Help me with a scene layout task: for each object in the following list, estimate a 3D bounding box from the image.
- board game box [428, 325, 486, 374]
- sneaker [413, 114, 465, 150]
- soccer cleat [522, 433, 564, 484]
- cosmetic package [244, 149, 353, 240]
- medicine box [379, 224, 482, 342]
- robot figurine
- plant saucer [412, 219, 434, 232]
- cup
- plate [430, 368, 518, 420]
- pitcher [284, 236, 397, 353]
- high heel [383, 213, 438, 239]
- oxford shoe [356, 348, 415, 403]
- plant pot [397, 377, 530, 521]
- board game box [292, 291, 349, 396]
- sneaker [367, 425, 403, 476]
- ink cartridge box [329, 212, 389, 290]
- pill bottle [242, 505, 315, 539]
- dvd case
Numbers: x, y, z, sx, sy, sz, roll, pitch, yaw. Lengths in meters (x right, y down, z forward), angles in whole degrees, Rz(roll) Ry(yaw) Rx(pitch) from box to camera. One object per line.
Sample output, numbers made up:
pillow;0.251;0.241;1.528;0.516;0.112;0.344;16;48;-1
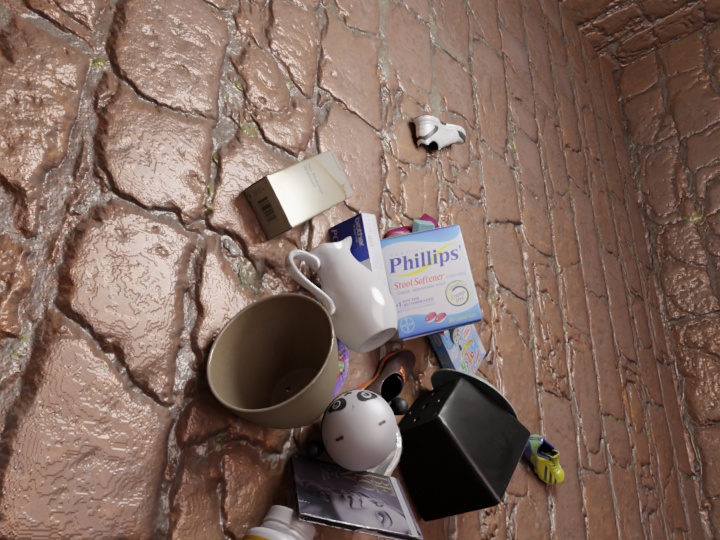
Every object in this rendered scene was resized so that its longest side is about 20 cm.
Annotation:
board game box;0.219;0.154;1.354;0.151;0.036;0.202;-45;115;-48
sneaker;0.209;-0.352;1.548;0.198;0.073;0.082;1;88;-44
soccer cleat;0.479;0.487;1.487;0.200;0.083;0.065;47;44;-25
cosmetic package;-0.110;-0.145;1.085;0.199;0.072;0.105;-37;103;-48
medicine box;0.130;0.029;1.196;0.179;0.103;0.204;-12;82;-11
robot figurine;-0.006;0.255;0.949;0.123;0.200;0.152;26;77;3
plant saucer;0.134;-0.008;1.291;0.069;0.019;0.204;1;95;-48
cup;-0.113;0.159;0.888;0.144;0.197;0.203;66;33;-44
plate;0.238;0.263;1.215;0.201;0.199;0.026;50;58;-22
pitcher;-0.035;0.042;1.018;0.170;0.122;0.202;-7;58;-45
high heel;0.110;-0.094;1.341;0.198;0.068;0.097;4;48;-46
oxford shoe;0.068;0.214;1.138;0.200;0.072;0.072;-40;104;-49
plant pot;0.178;0.335;1.138;0.178;0.199;0.200;52;42;-3
board game box;-0.079;0.133;1.029;0.202;0.039;0.158;59;41;-13
sneaker;0.017;0.342;1.032;0.079;0.073;0.202;41;48;-23
ink cartridge box;0.000;0.000;1.134;0.044;0.093;0.204;3;72;-48
pill bottle;-0.134;0.433;0.791;0.110;0.108;0.201;50;44;-22
dvd case;-0.011;0.351;0.905;0.197;0.149;0.016;20;101;-16
